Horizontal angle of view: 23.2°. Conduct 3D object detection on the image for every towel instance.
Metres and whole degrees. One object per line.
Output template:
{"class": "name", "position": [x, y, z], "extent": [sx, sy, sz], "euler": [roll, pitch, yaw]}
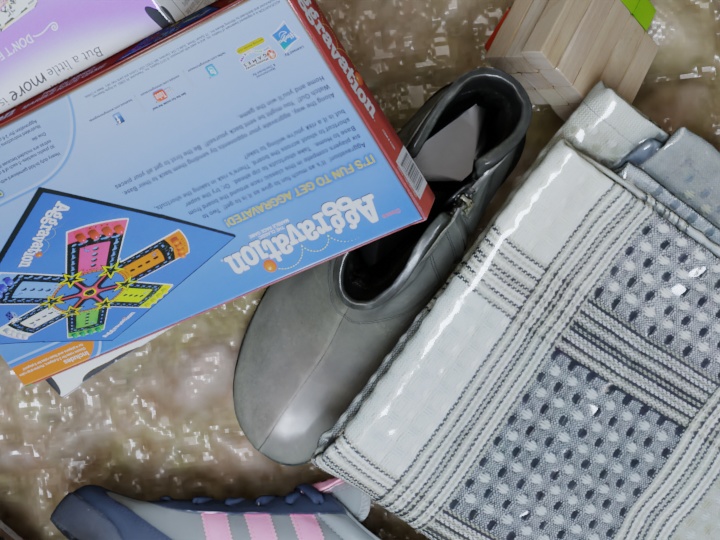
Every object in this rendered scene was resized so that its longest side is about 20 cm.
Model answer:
{"class": "towel", "position": [0.110, 0.049, 0.730], "extent": [0.192, 0.035, 0.201], "euler": [34, 98, -20]}

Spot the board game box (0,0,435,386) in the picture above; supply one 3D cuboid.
{"class": "board game box", "position": [-0.081, -0.029, 0.663], "extent": [0.199, 0.019, 0.103], "euler": [-22, 112, 28]}

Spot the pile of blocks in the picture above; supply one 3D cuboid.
{"class": "pile of blocks", "position": [0.092, -0.159, 0.740], "extent": [0.062, 0.082, 0.202], "euler": [6, 87, 48]}

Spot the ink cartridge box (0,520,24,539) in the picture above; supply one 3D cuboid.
{"class": "ink cartridge box", "position": [-0.203, 0.177, 0.764], "extent": [0.200, 0.084, 0.145], "euler": [43, 99, -14]}

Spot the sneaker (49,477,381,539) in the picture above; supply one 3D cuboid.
{"class": "sneaker", "position": [-0.035, 0.121, 0.778], "extent": [0.198, 0.070, 0.083], "euler": [21, 81, 1]}

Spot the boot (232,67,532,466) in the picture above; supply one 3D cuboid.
{"class": "boot", "position": [0.000, 0.000, 0.721], "extent": [0.067, 0.131, 0.201], "euler": [34, 98, 2]}

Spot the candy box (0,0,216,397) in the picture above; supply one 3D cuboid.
{"class": "candy box", "position": [-0.119, -0.070, 0.705], "extent": [0.167, 0.072, 0.200], "euler": [-30, 109, 31]}
